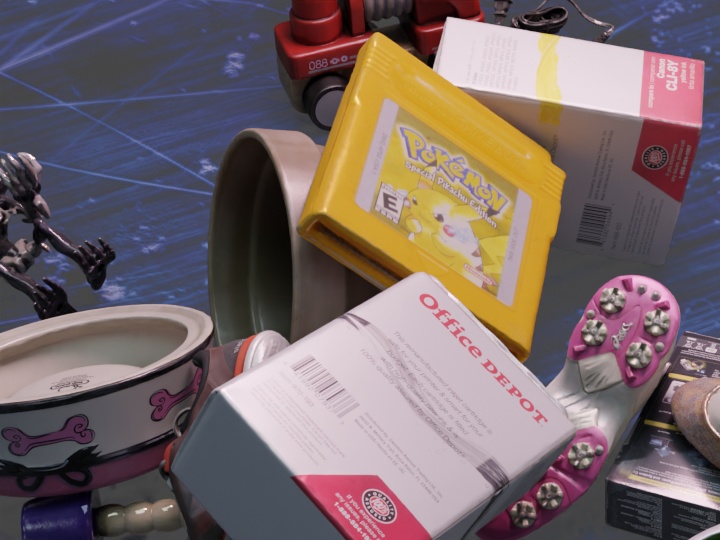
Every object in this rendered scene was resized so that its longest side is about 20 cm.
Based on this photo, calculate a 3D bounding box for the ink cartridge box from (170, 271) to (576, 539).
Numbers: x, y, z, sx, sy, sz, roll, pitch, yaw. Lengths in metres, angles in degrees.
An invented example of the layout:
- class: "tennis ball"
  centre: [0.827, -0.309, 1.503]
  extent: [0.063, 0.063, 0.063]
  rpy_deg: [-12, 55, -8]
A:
- class: "ink cartridge box"
  centre: [0.011, 0.106, 1.158]
  extent: [0.145, 0.084, 0.199]
  rpy_deg: [46, 43, 15]

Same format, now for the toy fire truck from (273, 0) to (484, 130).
- class: "toy fire truck"
  centre: [0.007, -0.248, 1.655]
  extent: [0.174, 0.201, 0.129]
  rpy_deg: [-14, 38, -10]

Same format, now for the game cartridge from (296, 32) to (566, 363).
- class: "game cartridge"
  centre: [0.055, -0.051, 1.310]
  extent: [0.176, 0.032, 0.201]
  rpy_deg: [33, 43, -15]

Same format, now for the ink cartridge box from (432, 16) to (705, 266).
- class: "ink cartridge box"
  centre: [0.145, -0.096, 1.452]
  extent: [0.198, 0.146, 0.084]
  rpy_deg: [10, 47, 2]

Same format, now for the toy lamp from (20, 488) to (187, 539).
- class: "toy lamp"
  centre: [-0.121, 0.161, 1.267]
  extent: [0.198, 0.059, 0.058]
  rpy_deg: [-3, 37, 1]

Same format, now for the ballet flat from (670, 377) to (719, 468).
- class: "ballet flat"
  centre: [0.264, 0.108, 1.193]
  extent: [0.068, 0.068, 0.200]
  rpy_deg: [-29, 45, -21]

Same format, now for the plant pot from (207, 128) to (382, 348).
- class: "plant pot"
  centre: [0.000, 0.000, 1.370]
  extent: [0.172, 0.202, 0.200]
  rpy_deg: [-2, 34, -22]

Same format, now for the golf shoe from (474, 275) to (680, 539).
- class: "golf shoe"
  centre: [0.145, 0.099, 1.272]
  extent: [0.075, 0.092, 0.201]
  rpy_deg: [38, 90, 21]

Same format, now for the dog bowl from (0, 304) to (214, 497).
- class: "dog bowl"
  centre: [-0.189, 0.088, 1.309]
  extent: [0.198, 0.075, 0.200]
  rpy_deg: [-9, 15, 2]

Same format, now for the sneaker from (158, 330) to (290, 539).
- class: "sneaker"
  centre: [-0.086, 0.139, 1.221]
  extent: [0.081, 0.077, 0.202]
  rpy_deg: [-5, 65, 28]

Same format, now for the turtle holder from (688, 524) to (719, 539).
- class: "turtle holder"
  centre: [0.230, 0.205, 1.076]
  extent: [0.184, 0.132, 0.142]
  rpy_deg: [-13, 40, 10]

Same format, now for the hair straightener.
- class: "hair straightener"
  centre: [0.141, -0.200, 1.651]
  extent: [0.199, 0.078, 0.041]
  rpy_deg: [-18, 10, -35]

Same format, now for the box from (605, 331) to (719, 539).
- class: "box"
  centre: [0.278, 0.123, 1.264]
  extent: [0.198, 0.049, 0.161]
  rpy_deg: [13, 40, 23]

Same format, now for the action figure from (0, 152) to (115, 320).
- class: "action figure"
  centre: [-0.283, -0.034, 1.505]
  extent: [0.199, 0.103, 0.119]
  rpy_deg: [26, 59, 33]
